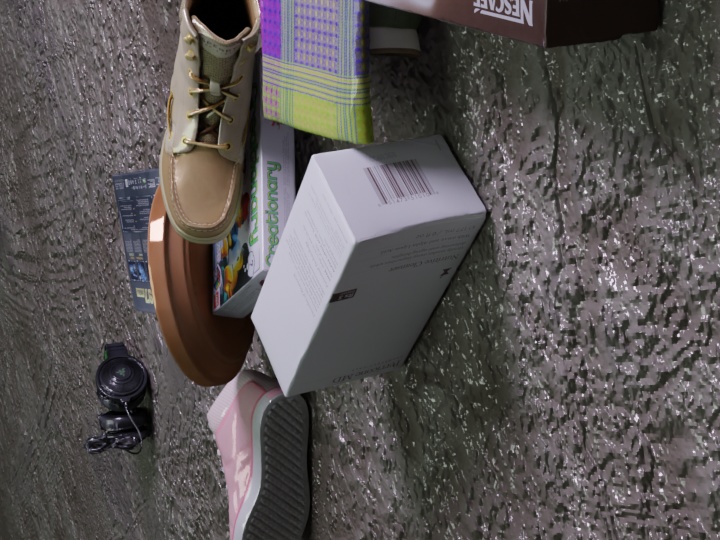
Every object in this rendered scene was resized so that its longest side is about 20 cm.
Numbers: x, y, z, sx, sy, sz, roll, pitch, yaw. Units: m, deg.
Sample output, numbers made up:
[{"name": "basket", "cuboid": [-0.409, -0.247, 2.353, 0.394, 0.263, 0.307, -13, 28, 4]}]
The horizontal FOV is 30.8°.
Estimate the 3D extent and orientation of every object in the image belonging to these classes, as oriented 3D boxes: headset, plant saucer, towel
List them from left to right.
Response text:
[{"name": "headset", "cuboid": [-0.316, 0.173, 1.664, 0.200, 0.093, 0.125, -128, 35, -60]}, {"name": "plant saucer", "cuboid": [-0.138, 0.004, 1.200, 0.200, 0.032, 0.203, -8, -90, -75]}, {"name": "towel", "cuboid": [-0.030, -0.196, 0.907, 0.143, 0.023, 0.203, 23, 118, 54]}]

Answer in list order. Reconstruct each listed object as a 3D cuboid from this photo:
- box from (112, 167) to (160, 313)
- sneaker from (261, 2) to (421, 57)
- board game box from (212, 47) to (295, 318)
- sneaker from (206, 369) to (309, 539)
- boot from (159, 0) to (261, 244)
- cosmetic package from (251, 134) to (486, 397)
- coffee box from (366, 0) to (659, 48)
[{"name": "box", "cuboid": [-0.203, -0.033, 1.411, 0.199, 0.050, 0.160, 1, 101, 62]}, {"name": "sneaker", "cuboid": [-0.012, -0.208, 0.963, 0.200, 0.066, 0.091, 24, 113, 59]}, {"name": "board game box", "cuboid": [-0.094, -0.073, 1.138, 0.126, 0.034, 0.203, 144, 128, -58]}, {"name": "sneaker", "cuboid": [-0.103, 0.191, 1.275, 0.104, 0.075, 0.203, 29, 118, 51]}, {"name": "boot", "cuboid": [-0.118, -0.137, 1.047, 0.156, 0.072, 0.203, 121, 155, -68]}, {"name": "cosmetic package", "cuboid": [0.000, 0.000, 0.962, 0.082, 0.112, 0.201, 62, 150, 29]}, {"name": "coffee box", "cuboid": [0.081, -0.203, 0.756, 0.200, 0.079, 0.116, 33, 129, 55]}]
